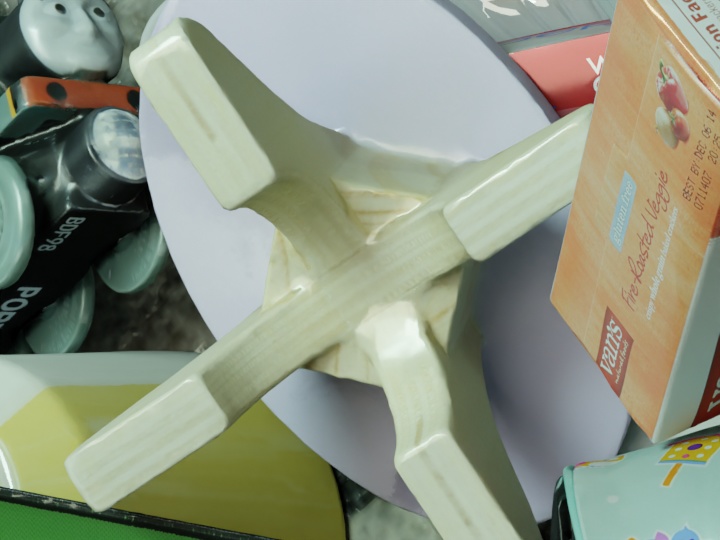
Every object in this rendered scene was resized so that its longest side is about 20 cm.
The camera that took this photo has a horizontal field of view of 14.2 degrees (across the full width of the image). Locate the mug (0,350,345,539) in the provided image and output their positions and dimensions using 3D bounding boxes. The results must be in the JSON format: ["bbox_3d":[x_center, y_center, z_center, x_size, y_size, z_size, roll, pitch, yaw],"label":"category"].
[{"bbox_3d":[-0.091,0.087,0.983,0.186,0.153,0.150,-20,71,25],"label":"mug"}]

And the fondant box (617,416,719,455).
[{"bbox_3d":[0.162,0.090,0.891,0.144,0.058,0.201,-26,69,24],"label":"fondant box"}]

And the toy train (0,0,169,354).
[{"bbox_3d":[-0.142,-0.021,1.050,0.200,0.085,0.114,-40,59,43],"label":"toy train"}]

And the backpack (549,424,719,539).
[{"bbox_3d":[0.128,0.132,0.772,0.153,0.176,0.201,-23,72,8],"label":"backpack"}]

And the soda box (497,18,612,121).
[{"bbox_3d":[0.050,-0.042,0.932,0.199,0.070,0.064,-12,97,11],"label":"soda box"}]

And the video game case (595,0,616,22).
[{"bbox_3d":[0.175,-0.083,0.868,0.182,0.022,0.200,-27,68,-17],"label":"video game case"}]

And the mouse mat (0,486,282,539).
[{"bbox_3d":[-0.090,0.137,0.914,0.160,0.200,0.008,11,47,1],"label":"mouse mat"}]

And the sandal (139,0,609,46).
[{"bbox_3d":[0.024,-0.098,0.994,0.206,0.059,0.079,-14,95,12],"label":"sandal"}]

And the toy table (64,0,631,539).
[{"bbox_3d":[0.000,0.000,0.853,0.200,0.117,0.184,45,105,-1],"label":"toy table"}]

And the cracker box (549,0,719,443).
[{"bbox_3d":[0.153,-0.047,0.747,0.199,0.134,0.058,-22,59,-20],"label":"cracker box"}]
